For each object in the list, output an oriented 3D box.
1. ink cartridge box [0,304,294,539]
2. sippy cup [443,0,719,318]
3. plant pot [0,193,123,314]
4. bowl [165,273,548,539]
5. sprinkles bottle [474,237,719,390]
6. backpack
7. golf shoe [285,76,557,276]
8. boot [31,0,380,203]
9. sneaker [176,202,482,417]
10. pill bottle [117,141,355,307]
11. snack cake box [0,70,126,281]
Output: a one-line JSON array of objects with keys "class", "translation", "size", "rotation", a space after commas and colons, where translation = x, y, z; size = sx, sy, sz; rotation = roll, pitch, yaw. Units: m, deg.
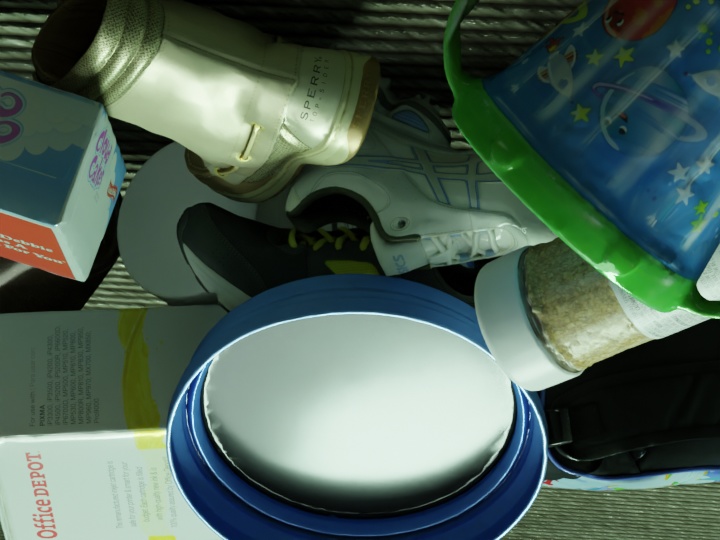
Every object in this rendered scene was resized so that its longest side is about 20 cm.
[{"class": "ink cartridge box", "translation": [-0.106, 0.087, 1.596], "size": [0.198, 0.084, 0.145], "rotation": [-3, 150, -3]}, {"class": "sippy cup", "translation": [0.132, -0.073, 1.257], "size": [0.178, 0.130, 0.140], "rotation": [36, -167, -32]}, {"class": "plant pot", "translation": [-0.235, -0.007, 1.640], "size": [0.199, 0.188, 0.186], "rotation": [-26, 149, 38]}, {"class": "bowl", "translation": [-0.002, 0.082, 1.485], "size": [0.199, 0.040, 0.201], "rotation": [1, 132, 1]}, {"class": "sprinkles bottle", "translation": [0.152, -0.007, 1.350], "size": [0.199, 0.069, 0.068], "rotation": [-24, 153, 28]}, {"class": "backpack", "translation": [0.155, 0.032, 1.605], "size": [0.199, 0.184, 0.147], "rotation": [2, 175, -28]}, {"class": "golf shoe", "translation": [0.053, -0.025, 1.446], "size": [0.199, 0.097, 0.078], "rotation": [20, 151, 29]}, {"class": "boot", "translation": [-0.094, -0.091, 1.429], "size": [0.155, 0.073, 0.200], "rotation": [16, 171, -20]}, {"class": "sneaker", "translation": [0.000, 0.000, 1.509], "size": [0.199, 0.085, 0.075], "rotation": [24, -158, -12]}, {"class": "pill bottle", "translation": [-0.049, -0.005, 1.654], "size": [0.115, 0.117, 0.200], "rotation": [-3, 163, 30]}, {"class": "snack cake box", "translation": [-0.222, -0.066, 1.388], "size": [0.199, 0.068, 0.115], "rotation": [18, 166, 5]}]
